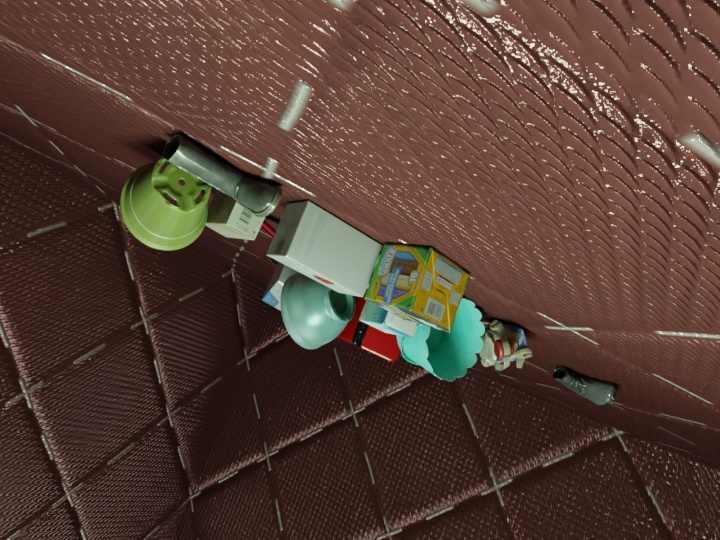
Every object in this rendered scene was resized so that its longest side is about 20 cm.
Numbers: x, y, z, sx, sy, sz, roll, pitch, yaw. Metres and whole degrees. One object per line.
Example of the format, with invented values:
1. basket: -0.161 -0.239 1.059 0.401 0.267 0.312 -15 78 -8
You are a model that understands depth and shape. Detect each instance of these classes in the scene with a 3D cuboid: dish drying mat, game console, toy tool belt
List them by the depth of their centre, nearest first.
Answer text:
1. toy tool belt: 0.373 0.183 1.415 0.118 0.130 0.200 -8 176 -5
2. dish drying mat: -0.211 -0.085 1.419 0.199 0.018 0.077 41 180 18
3. game console: 0.044 0.117 1.521 0.117 0.206 0.170 28 169 -31

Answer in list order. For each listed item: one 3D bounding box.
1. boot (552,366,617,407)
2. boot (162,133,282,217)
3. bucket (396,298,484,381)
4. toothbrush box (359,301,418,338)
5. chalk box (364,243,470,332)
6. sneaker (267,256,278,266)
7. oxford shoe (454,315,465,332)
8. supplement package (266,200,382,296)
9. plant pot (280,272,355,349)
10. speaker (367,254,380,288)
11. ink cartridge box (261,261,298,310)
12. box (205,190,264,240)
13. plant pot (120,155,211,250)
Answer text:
1. boot: 0.651 0.336 1.659 0.129 0.071 0.200 29 166 -3
2. boot: -0.263 -0.185 1.076 0.179 0.074 0.199 11 157 48
3. bucket: 0.192 0.154 1.388 0.204 0.213 0.133 29 173 -36
4. toothbrush box: 0.082 0.069 1.333 0.083 0.151 0.199 24 170 -15
5. chalk box: 0.099 0.028 1.139 0.123 0.128 0.198 28 171 -33
6. sneaker: -0.206 -0.020 1.793 0.195 0.072 0.076 19 164 22
7. oxford shoe: 0.278 0.139 1.552 0.075 0.070 0.200 47 175 12
8. supplement package: -0.075 -0.042 1.184 0.196 0.123 0.120 28 169 -28
9. plant pot: -0.095 0.088 1.467 0.131 0.207 0.198 -19 146 33
10. speaker: 0.000 0.000 1.351 0.086 0.091 0.199 25 171 -16
11. ink cartridge box: -0.160 0.050 1.662 0.196 0.149 0.146 31 144 -16
12. box: -0.297 -0.133 1.334 0.077 0.098 0.198 29 168 -30
13. plant pot: -0.400 -0.163 1.213 0.196 0.206 0.188 27 158 -25
